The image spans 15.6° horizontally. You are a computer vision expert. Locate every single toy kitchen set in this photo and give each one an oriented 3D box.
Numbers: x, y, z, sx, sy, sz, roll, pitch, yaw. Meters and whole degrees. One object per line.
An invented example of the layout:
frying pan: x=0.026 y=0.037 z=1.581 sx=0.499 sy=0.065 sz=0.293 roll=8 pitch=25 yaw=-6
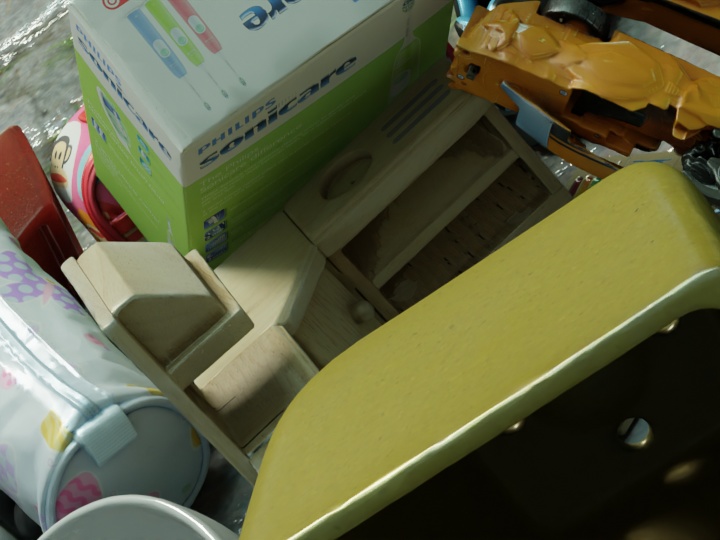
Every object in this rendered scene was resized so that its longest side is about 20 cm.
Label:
toy kitchen set: x=0.000 y=0.000 z=1.067 sx=0.180 sy=0.163 sz=0.200 roll=-43 pitch=29 yaw=0

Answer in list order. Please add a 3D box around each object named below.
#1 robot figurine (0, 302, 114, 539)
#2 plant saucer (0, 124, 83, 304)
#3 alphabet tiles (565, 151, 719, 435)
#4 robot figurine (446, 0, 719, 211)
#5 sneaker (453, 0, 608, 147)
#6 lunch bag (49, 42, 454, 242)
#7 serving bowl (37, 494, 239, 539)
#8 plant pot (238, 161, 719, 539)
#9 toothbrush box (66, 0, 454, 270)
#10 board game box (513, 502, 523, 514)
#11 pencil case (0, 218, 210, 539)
robot figurine: x=-0.151 y=0.100 z=1.254 sx=0.125 sy=0.150 sz=0.200 roll=25 pitch=64 yaw=28
plant saucer: x=-0.193 y=0.060 z=1.322 sx=0.037 sy=0.200 sz=0.200 roll=26 pitch=66 yaw=28
alphabet tiles: x=0.089 y=0.020 z=1.186 sx=0.166 sy=0.006 sz=0.200 roll=-2 pitch=46 yaw=50
robot figurine: x=0.145 y=-0.083 z=1.101 sx=0.058 sy=0.200 sz=0.145 roll=107 pitch=-171 yaw=-63
sneaker: x=0.089 y=-0.150 z=1.354 sx=0.073 sy=0.082 sz=0.200 roll=-31 pitch=27 yaw=21
lunch bag: x=-0.052 y=-0.073 z=1.314 sx=0.200 sy=0.176 sz=0.082 roll=-46 pitch=25 yaw=-10
serving bowl: x=-0.077 y=0.191 z=1.033 sx=0.200 sy=0.066 sz=0.201 roll=-15 pitch=69 yaw=44
plant pot: x=0.085 y=0.076 z=0.920 sx=0.194 sy=0.196 sz=0.200 roll=-34 pitch=22 yaw=14
toothbrush box: x=-0.042 y=-0.086 z=1.159 sx=0.145 sy=0.086 sz=0.200 roll=-36 pitch=-13 yaw=-12
board game box: x=0.022 y=0.117 z=1.090 sx=0.134 sy=0.034 sz=0.200 roll=-10 pitch=43 yaw=46
pencil case: x=-0.146 y=0.043 z=1.145 sx=0.083 sy=0.091 sz=0.200 roll=-23 pitch=43 yaw=-26
